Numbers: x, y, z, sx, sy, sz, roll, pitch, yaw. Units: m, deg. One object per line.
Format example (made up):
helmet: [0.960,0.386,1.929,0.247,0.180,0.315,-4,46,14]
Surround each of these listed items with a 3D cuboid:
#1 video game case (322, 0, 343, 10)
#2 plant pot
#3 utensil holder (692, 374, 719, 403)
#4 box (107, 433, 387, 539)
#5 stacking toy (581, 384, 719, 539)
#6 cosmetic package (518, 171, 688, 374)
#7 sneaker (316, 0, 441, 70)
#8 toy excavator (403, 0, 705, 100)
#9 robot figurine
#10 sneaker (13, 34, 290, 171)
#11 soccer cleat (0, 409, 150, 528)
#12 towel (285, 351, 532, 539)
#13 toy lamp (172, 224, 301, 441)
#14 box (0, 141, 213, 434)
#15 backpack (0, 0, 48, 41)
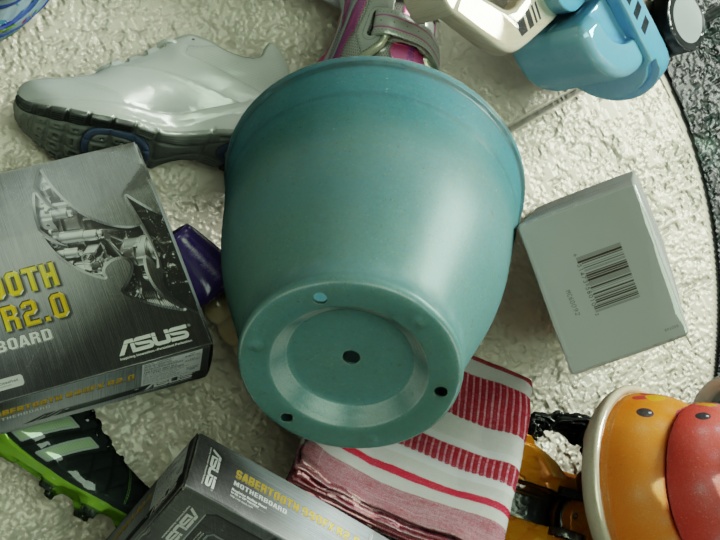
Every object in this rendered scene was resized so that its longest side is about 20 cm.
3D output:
video game case: [0.004,-0.284,1.197,0.182,0.023,0.200,23,96,-31]
plant pot: [0.000,0.000,1.077,0.200,0.200,0.188,30,35,-16]
utensil holder: [0.371,0.118,1.277,0.200,0.170,0.170,-23,93,-24]
box: [-0.088,0.210,1.072,0.158,0.200,0.048,30,33,-15]
stacking toy: [0.262,0.139,1.160,0.146,0.200,0.146,22,63,-52]
cosmetic package: [0.169,-0.003,1.186,0.085,0.200,0.108,-20,91,9]
sneaker: [0.023,-0.163,1.183,0.081,0.088,0.200,14,97,-30]
toy excavator: [0.131,-0.178,1.198,0.200,0.100,0.195,-52,120,-37]
robot figurine: [0.098,0.158,1.222,0.200,0.058,0.145,20,78,-18]
sneaker: [-0.135,-0.114,1.164,0.200,0.075,0.087,1,66,-23]
soccer cleat: [-0.194,0.100,1.111,0.200,0.068,0.081,36,72,-11]
towel: [0.040,0.105,1.140,0.144,0.023,0.200,23,34,-2]
toy lamp: [-0.072,0.058,1.168,0.058,0.058,0.200,-37,99,-21]
box: [-0.211,0.016,1.079,0.200,0.048,0.159,-14,64,-17]
backpack: [-0.241,-0.240,1.099,0.163,0.154,0.200,31,87,-23]
